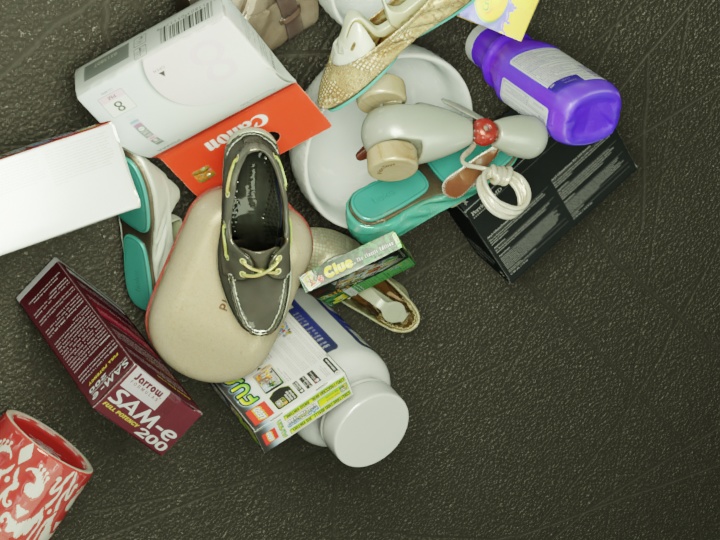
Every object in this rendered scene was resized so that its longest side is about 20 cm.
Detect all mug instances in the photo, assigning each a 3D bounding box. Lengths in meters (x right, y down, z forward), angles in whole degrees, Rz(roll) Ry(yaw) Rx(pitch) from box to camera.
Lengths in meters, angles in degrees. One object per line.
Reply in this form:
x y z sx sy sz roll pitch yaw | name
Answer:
-0.381 0.243 1.678 0.200 0.133 0.177 -53 136 1 | mug

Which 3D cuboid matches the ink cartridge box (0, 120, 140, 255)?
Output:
-0.325 -0.061 1.524 0.199 0.175 0.084 -21 98 -23 | ink cartridge box

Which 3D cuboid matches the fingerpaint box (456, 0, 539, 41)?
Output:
0.164 -0.341 1.644 0.073 0.167 0.201 21 108 -3 | fingerpaint box

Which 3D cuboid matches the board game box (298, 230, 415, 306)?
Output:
0.000 0.000 1.697 0.104 0.024 0.200 -28 173 2 | board game box

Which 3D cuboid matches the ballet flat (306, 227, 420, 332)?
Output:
-0.001 0.012 1.838 0.200 0.062 0.068 30 100 -43 | ballet flat

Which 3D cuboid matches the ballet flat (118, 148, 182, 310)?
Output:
-0.205 -0.051 1.659 0.069 0.069 0.201 -22 134 -22 | ballet flat

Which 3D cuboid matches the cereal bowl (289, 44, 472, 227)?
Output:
0.011 -0.146 1.717 0.199 0.083 0.201 -18 127 -25 | cereal bowl

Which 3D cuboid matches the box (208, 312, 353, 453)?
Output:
-0.104 0.090 1.721 0.110 0.200 0.035 -32 134 -12 | box

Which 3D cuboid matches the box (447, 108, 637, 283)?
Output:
0.196 -0.107 1.889 0.200 0.079 0.141 -42 137 -5 | box

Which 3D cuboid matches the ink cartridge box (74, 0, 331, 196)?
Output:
-0.139 -0.147 1.548 0.162 0.057 0.200 -26 130 17 | ink cartridge box

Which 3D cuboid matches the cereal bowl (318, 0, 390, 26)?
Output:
0.023 -0.327 1.600 0.200 0.083 0.201 -34 148 -24 | cereal bowl

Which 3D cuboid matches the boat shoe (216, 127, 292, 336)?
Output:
-0.099 -0.028 1.568 0.071 0.061 0.202 -5 108 -6 | boat shoe

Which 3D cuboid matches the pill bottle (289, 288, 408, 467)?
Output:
-0.038 0.116 1.785 0.119 0.200 0.120 -18 127 -25 | pill bottle

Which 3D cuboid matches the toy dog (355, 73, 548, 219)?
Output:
0.074 -0.122 1.647 0.199 0.096 0.132 23 64 -14 | toy dog

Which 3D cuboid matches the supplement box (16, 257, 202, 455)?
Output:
-0.243 0.081 1.616 0.061 0.200 0.109 -46 134 0 | supplement box

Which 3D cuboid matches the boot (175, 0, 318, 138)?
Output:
-0.106 -0.223 1.610 0.146 0.070 0.201 -25 139 -31 | boot

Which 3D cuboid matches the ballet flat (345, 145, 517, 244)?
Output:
0.069 -0.084 1.705 0.199 0.067 0.070 -27 158 -18 | ballet flat

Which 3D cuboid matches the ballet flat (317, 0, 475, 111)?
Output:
0.024 -0.232 1.570 0.200 0.071 0.065 -41 125 6 | ballet flat

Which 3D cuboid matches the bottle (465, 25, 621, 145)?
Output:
0.181 -0.197 1.733 0.083 0.200 0.066 -13 125 -29 | bottle

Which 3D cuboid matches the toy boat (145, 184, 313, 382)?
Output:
-0.134 0.009 1.676 0.130 0.131 0.201 23 99 -11 | toy boat
